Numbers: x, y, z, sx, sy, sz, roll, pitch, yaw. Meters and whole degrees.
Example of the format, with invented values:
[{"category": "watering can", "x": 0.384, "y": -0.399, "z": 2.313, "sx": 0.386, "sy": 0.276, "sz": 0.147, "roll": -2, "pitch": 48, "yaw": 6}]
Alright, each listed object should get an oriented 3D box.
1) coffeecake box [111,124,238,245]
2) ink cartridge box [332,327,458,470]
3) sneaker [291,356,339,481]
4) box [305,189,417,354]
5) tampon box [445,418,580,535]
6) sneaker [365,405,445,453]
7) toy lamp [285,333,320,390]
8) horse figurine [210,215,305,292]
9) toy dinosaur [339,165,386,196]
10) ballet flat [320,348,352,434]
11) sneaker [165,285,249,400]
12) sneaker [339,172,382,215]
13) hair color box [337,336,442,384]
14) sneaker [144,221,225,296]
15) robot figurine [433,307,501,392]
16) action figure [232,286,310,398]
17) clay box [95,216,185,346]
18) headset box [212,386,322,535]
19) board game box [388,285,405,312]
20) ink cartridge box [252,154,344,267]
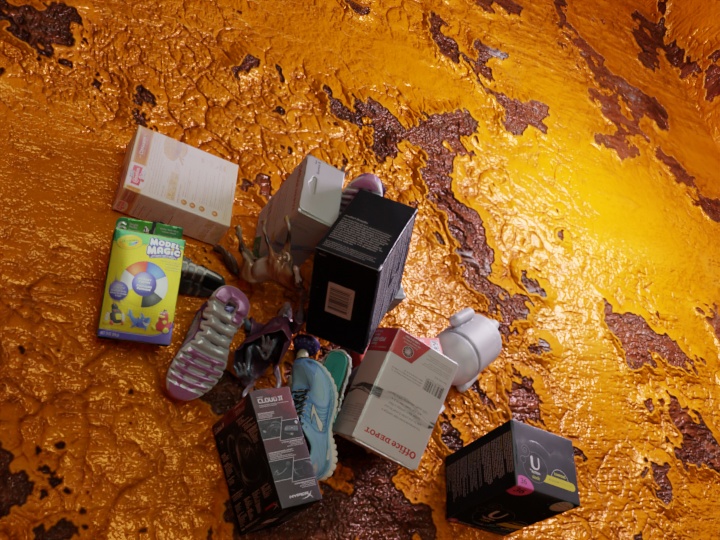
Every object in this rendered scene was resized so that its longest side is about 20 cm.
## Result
[{"category": "coffeecake box", "x": -0.335, "y": -0.155, "z": 1.435, "sx": 0.199, "sy": 0.073, "sz": 0.154, "roll": 21, "pitch": 50, "yaw": -25}, {"category": "ink cartridge box", "x": 0.060, "y": 0.218, "z": 1.342, "sx": 0.146, "sy": 0.083, "sz": 0.201, "roll": 33, "pitch": 72, "yaw": -25}, {"category": "sneaker", "x": -0.087, "y": 0.237, "z": 1.266, "sx": 0.090, "sy": 0.078, "sz": 0.201, "roll": 16, "pitch": 62, "yaw": -51}, {"category": "box", "x": 0.000, "y": 0.000, "z": 1.381, "sx": 0.123, "sy": 0.201, "sz": 0.199, "roll": 21, "pitch": 41, "yaw": 12}, {"category": "tampon box", "x": 0.270, "y": 0.381, "z": 1.423, "sx": 0.149, "sy": 0.200, "sz": 0.127, "roll": 22, "pitch": 49, "yaw": -23}, {"category": "sneaker", "x": 0.066, "y": 0.247, "z": 1.454, "sx": 0.199, "sy": 0.074, "sz": 0.116, "roll": -17, "pitch": 75, "yaw": -42}, {"category": "toy lamp", "x": -0.121, "y": 0.201, "z": 1.359, "sx": 0.058, "sy": 0.058, "sz": 0.201, "roll": 31, "pitch": 44, "yaw": -15}, {"category": "horse figurine", "x": -0.178, "y": -0.022, "z": 1.401, "sx": 0.050, "sy": 0.199, "sz": 0.133, "roll": -20, "pitch": 100, "yaw": -53}, {"category": "toy dinosaur", "x": -0.039, "y": -0.136, "z": 1.555, "sx": 0.181, "sy": 0.105, "sz": 0.201, "roll": -15, "pitch": 81, "yaw": -21}, {"category": "ballet flat", "x": -0.061, "y": 0.235, "z": 1.361, "sx": 0.072, "sy": 0.072, "sz": 0.201, "roll": 29, "pitch": 72, "yaw": -18}, {"category": "sneaker", "x": -0.258, "y": 0.121, "z": 1.290, "sx": 0.080, "sy": 0.088, "sz": 0.201, "roll": 36, "pitch": 66, "yaw": -23}, {"category": "sneaker", "x": 0.005, "y": -0.113, "z": 1.492, "sx": 0.080, "sy": 0.201, "sz": 0.089, "roll": 20, "pitch": 47, "yaw": 9}, {"category": "hair color box", "x": 0.050, "y": 0.171, "z": 1.477, "sx": 0.199, "sy": 0.101, "sz": 0.062, "roll": 7, "pitch": 56, "yaw": -35}, {"category": "sneaker", "x": -0.326, "y": -0.031, "z": 1.356, "sx": 0.199, "sy": 0.075, "sz": 0.116, "roll": 17, "pitch": 49, "yaw": -26}, {"category": "robot figurine", "x": 0.211, "y": 0.160, "z": 1.595, "sx": 0.200, "sy": 0.113, "sz": 0.171, "roll": -30, "pitch": 115, "yaw": -46}, {"category": "action figure", "x": -0.142, "y": 0.118, "z": 1.368, "sx": 0.200, "sy": 0.133, "sz": 0.150, "roll": -59, "pitch": 138, "yaw": -70}, {"category": "clay box", "x": -0.349, "y": 0.015, "z": 1.257, "sx": 0.114, "sy": 0.048, "sz": 0.201, "roll": 9, "pitch": 79, "yaw": -20}, {"category": "headset box", "x": -0.151, "y": 0.284, "z": 1.209, "sx": 0.077, "sy": 0.149, "sz": 0.201, "roll": 0, "pitch": 60, "yaw": -37}, {"category": "board game box", "x": -0.008, "y": -0.017, "z": 1.594, "sx": 0.147, "sy": 0.064, "sz": 0.201, "roll": 3, "pitch": 57, "yaw": -36}, {"category": "ink cartridge box", "x": -0.120, "y": -0.095, "z": 1.465, "sx": 0.087, "sy": 0.200, "sz": 0.146, "roll": 23, "pitch": 48, "yaw": -21}]
